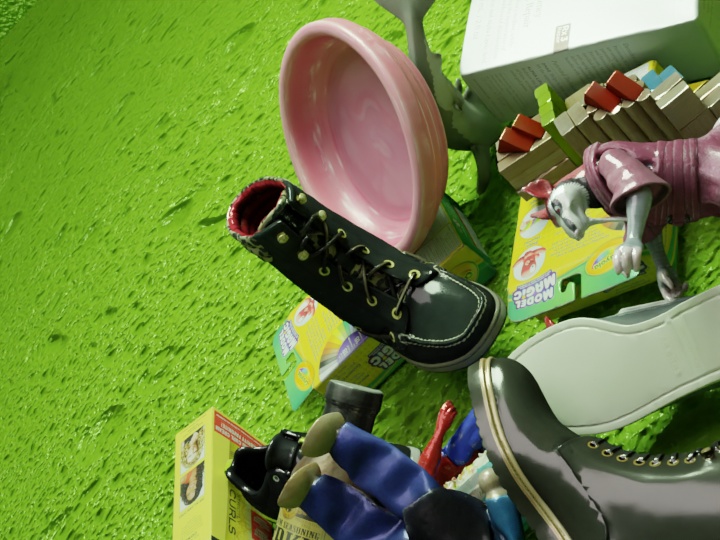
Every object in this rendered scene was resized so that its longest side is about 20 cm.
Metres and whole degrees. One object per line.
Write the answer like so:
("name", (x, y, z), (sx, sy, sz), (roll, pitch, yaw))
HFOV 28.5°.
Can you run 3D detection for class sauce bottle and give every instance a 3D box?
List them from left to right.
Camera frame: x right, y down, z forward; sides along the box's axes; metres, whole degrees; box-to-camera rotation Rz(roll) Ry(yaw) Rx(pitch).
("sauce bottle", (-0.028, 0.178, 0.998), (0.065, 0.064, 0.201), (9, 85, 58))

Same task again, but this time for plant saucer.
("plant saucer", (0.007, -0.106, 1.138), (0.051, 0.202, 0.200), (-22, 16, -27))

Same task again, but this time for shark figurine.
("shark figurine", (0.052, -0.143, 1.159), (0.089, 0.215, 0.129), (-4, 60, 28))

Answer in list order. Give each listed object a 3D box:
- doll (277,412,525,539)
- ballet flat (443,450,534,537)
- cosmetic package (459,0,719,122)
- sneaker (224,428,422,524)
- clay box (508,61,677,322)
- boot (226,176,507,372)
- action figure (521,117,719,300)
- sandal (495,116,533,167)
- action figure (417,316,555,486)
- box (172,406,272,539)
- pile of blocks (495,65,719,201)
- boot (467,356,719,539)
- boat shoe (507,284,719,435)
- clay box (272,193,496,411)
("doll", (0.043, 0.175, 0.882), (0.199, 0.048, 0.137), (32, 108, 22))
("ballet flat", (0.068, 0.175, 0.937), (0.200, 0.076, 0.064), (-40, 0, 14))
("cosmetic package", (0.183, -0.190, 1.101), (0.199, 0.074, 0.102), (-12, 54, 34))
("sneaker", (-0.036, 0.159, 1.072), (0.199, 0.083, 0.072), (-17, 45, 47))
("clay box", (0.171, -0.047, 1.021), (0.115, 0.048, 0.201), (-24, 40, 39))
("boot", (-0.001, 0.001, 1.038), (0.203, 0.154, 0.074), (17, 74, 57))
("action figure", (0.198, -0.059, 0.861), (0.199, 0.134, 0.150), (0, 83, 8))
("sandal", (0.172, -0.165, 1.172), (0.076, 0.043, 0.201), (10, 66, 59))
("action figure", (0.076, 0.118, 0.976), (0.200, 0.065, 0.052), (-48, 56, 6))
("box", (-0.110, 0.206, 1.141), (0.050, 0.075, 0.200), (-38, 30, 21))
("pile of blocks", (0.167, -0.114, 0.977), (0.199, 0.062, 0.082), (-15, 45, 42))
("boot", (0.158, 0.110, 0.817), (0.138, 0.077, 0.201), (-36, 65, 18))
("boat shoe", (0.180, 0.055, 0.876), (0.199, 0.062, 0.073), (-22, 76, 31))
("clay box", (0.014, 0.029, 1.182), (0.200, 0.048, 0.115), (-45, 31, 15))
